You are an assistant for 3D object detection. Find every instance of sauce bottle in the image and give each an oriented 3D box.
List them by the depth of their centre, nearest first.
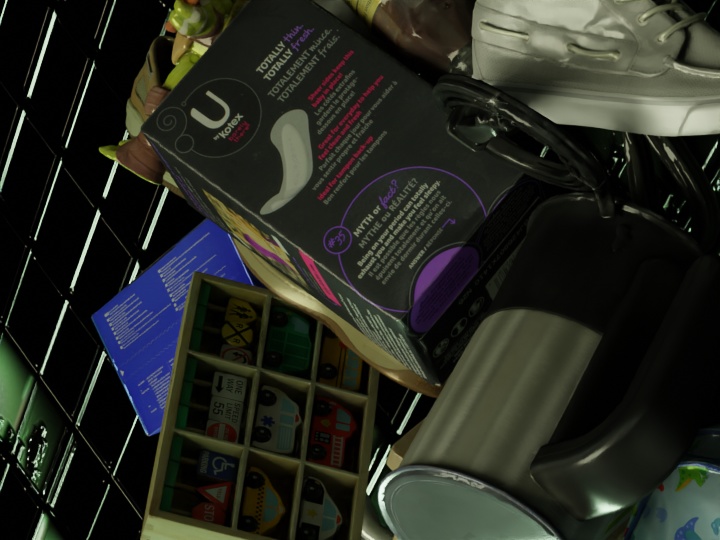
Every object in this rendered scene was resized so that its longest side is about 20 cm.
[{"bbox_3d":[0.029,-0.156,1.607,0.200,0.066,0.066,48,140,21],"label":"sauce bottle"}]

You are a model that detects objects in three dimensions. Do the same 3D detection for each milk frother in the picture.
[{"bbox_3d":[0.076,0.031,1.440,0.200,0.188,0.181,33,150,-4],"label":"milk frother"}]

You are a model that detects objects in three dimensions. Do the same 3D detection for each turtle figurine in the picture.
[{"bbox_3d":[-0.091,-0.134,1.672,0.200,0.064,0.162,-96,30,-76],"label":"turtle figurine"}]

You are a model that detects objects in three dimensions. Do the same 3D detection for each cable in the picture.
[{"bbox_3d":[0.142,-0.105,1.521,0.200,0.050,0.097,52,126,4],"label":"cable"}]

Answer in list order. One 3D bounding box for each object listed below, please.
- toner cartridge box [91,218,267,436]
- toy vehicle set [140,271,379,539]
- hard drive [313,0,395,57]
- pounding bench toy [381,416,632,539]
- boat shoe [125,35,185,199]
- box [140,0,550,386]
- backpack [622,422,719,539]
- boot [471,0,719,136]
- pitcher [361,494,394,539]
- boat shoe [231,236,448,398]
[{"bbox_3d":[-0.103,0.032,1.892,0.200,0.043,0.095,-35,77,54],"label":"toner cartridge box"},{"bbox_3d":[-0.055,0.093,1.703,0.200,0.124,0.027,-83,10,-45],"label":"toy vehicle set"},{"bbox_3d":[-0.017,-0.089,1.733,0.132,0.025,0.201,-1,107,53],"label":"hard drive"},{"bbox_3d":[0.111,0.178,1.607,0.200,0.124,0.156,35,135,19],"label":"pounding bench toy"},{"bbox_3d":[-0.100,-0.097,1.774,0.200,0.071,0.076,38,126,57],"label":"boat shoe"},{"bbox_3d":[-0.003,-0.050,1.598,0.200,0.122,0.106,37,170,24],"label":"box"},{"bbox_3d":[0.228,0.158,1.450,0.200,0.153,0.164,60,145,36],"label":"backpack"},{"bbox_3d":[0.141,-0.123,1.441,0.199,0.073,0.096,5,107,30],"label":"boot"},{"bbox_3d":[-0.014,0.187,1.807,0.171,0.121,0.200,-33,90,34],"label":"pitcher"},{"bbox_3d":[0.000,0.000,1.690,0.200,0.072,0.072,39,105,46],"label":"boat shoe"}]
